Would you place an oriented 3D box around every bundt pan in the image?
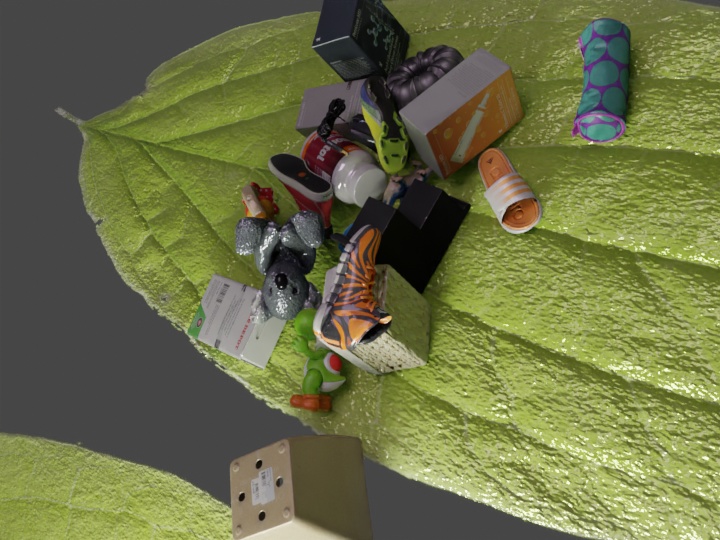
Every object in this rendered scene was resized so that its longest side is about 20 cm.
[{"bbox_3d":[0.127,-0.380,1.525,0.199,0.076,0.204,-25,31,16],"label":"bundt pan"}]

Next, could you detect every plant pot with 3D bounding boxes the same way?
[{"bbox_3d":[-0.116,0.390,1.300,0.198,0.176,0.203,-27,53,26],"label":"plant pot"}]

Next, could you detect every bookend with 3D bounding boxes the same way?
[{"bbox_3d":[0.077,-0.088,1.378,0.091,0.199,0.201,28,86,43],"label":"bookend"}]

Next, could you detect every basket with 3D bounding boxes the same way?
[{"bbox_3d":[0.032,0.087,1.327,0.121,0.200,0.138,-8,62,29],"label":"basket"}]

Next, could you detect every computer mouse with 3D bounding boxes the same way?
[{"bbox_3d":[0.010,-0.269,1.522,0.046,0.198,0.141,-54,4,47],"label":"computer mouse"}]

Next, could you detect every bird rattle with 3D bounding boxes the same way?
[{"bbox_3d":[-0.207,-0.127,1.662,0.111,0.164,0.203,-23,62,4],"label":"bird rattle"}]

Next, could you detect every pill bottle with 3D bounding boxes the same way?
[{"bbox_3d":[-0.033,-0.212,1.589,0.114,0.112,0.199,-53,47,3],"label":"pill bottle"}]

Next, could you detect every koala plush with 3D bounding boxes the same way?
[{"bbox_3d":[-0.147,0.004,1.502,0.173,0.184,0.205,-7,81,-1],"label":"koala plush"}]

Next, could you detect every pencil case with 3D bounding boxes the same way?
[{"bbox_3d":[0.415,-0.326,1.309,0.090,0.085,0.204,1,67,21],"label":"pencil case"}]

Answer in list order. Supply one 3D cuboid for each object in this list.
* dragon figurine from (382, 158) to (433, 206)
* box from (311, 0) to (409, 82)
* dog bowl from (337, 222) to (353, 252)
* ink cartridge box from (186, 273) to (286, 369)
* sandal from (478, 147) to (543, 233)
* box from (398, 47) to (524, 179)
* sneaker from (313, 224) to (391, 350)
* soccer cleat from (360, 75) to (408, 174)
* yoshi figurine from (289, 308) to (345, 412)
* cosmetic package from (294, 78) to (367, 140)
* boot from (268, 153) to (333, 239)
[{"bbox_3d":[0.097,-0.157,1.488,0.197,0.101,0.059,-22,46,-18],"label":"dragon figurine"},{"bbox_3d":[0.005,-0.495,1.645,0.105,0.199,0.152,-3,66,37],"label":"box"},{"bbox_3d":[0.000,0.000,1.496,0.110,0.049,0.204,1,68,39],"label":"dog bowl"},{"bbox_3d":[-0.260,0.107,1.623,0.198,0.084,0.148,17,79,42],"label":"ink cartridge box"},{"bbox_3d":[0.252,-0.153,1.367,0.079,0.059,0.209,-37,50,17],"label":"sandal"},{"bbox_3d":[0.189,-0.291,1.413,0.199,0.125,0.098,-38,48,-3],"label":"box"},{"bbox_3d":[0.012,0.035,1.211,0.110,0.077,0.204,21,87,29],"label":"sneaker"},{"bbox_3d":[0.045,-0.276,1.472,0.063,0.084,0.204,-11,76,-15],"label":"soccer cleat"},{"bbox_3d":[-0.091,0.158,1.433,0.112,0.110,0.205,-3,75,65],"label":"yoshi figurine"},{"bbox_3d":[-0.041,-0.349,1.686,0.197,0.090,0.109,1,71,36],"label":"cosmetic package"},{"bbox_3d":[-0.127,-0.152,1.615,0.072,0.146,0.200,-27,49,-27],"label":"boot"}]
